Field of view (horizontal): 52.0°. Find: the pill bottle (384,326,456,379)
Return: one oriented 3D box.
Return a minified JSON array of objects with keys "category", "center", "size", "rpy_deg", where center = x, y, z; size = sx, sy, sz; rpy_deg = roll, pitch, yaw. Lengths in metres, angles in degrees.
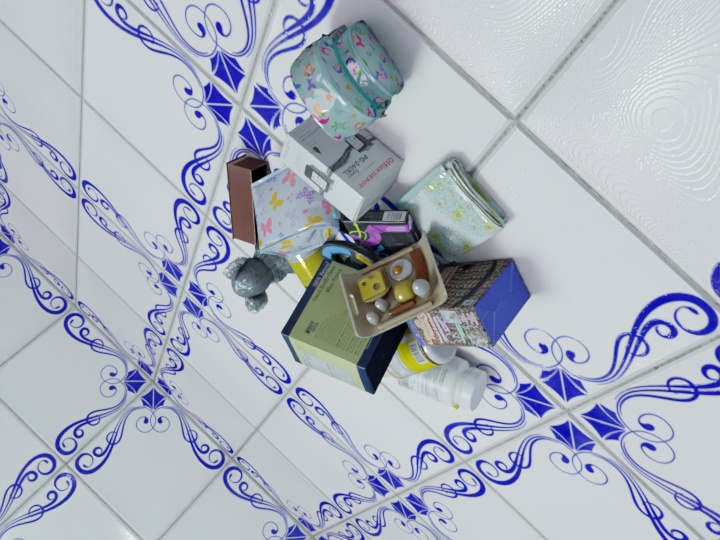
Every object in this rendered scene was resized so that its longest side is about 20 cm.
[{"category":"pill bottle","center":[0.112,0.177,1.646],"size":[0.199,0.109,0.110],"rpy_deg":[-27,106,44]}]

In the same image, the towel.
[{"category":"towel","center":[0.172,-0.112,1.434],"size":[0.171,0.048,0.200],"rpy_deg":[49,147,-4]}]

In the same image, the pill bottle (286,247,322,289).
[{"category":"pill bottle","center":[-0.131,-0.057,1.765],"size":[0.111,0.111,0.201],"rpy_deg":[-6,122,50]}]

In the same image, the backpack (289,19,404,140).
[{"category":"backpack","center":[-0.025,-0.327,1.280],"size":[0.150,0.200,0.178],"rpy_deg":[-27,105,35]}]

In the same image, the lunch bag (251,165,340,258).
[{"category":"lunch bag","center":[-0.126,-0.135,1.601],"size":[0.199,0.126,0.172],"rpy_deg":[-23,70,35]}]

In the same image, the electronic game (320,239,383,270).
[{"category":"electronic game","center":[0.000,0.000,1.599],"size":[0.198,0.042,0.200],"rpy_deg":[27,159,11]}]

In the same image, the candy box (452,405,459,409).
[{"category":"candy box","center":[0.171,0.266,1.861],"size":[0.199,0.026,0.103],"rpy_deg":[30,146,23]}]

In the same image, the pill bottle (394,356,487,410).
[{"category":"pill bottle","center":[0.190,0.249,1.739],"size":[0.198,0.114,0.114],"rpy_deg":[19,139,27]}]

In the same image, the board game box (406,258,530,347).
[{"category":"board game box","center":[0.209,0.065,1.483],"size":[0.199,0.159,0.097],"rpy_deg":[-6,122,49]}]

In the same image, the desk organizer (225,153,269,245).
[{"category":"desk organizer","center":[-0.266,-0.169,1.784],"size":[0.076,0.072,0.202],"rpy_deg":[18,123,29]}]

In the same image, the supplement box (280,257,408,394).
[{"category":"supplement box","center":[-0.025,0.116,1.551],"size":[0.198,0.201,0.135],"rpy_deg":[19,153,21]}]

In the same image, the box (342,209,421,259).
[{"category":"box","center":[0.062,-0.055,1.539],"size":[0.141,0.036,0.200],"rpy_deg":[2,149,26]}]

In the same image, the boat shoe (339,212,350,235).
[{"category":"boat shoe","center":[0.019,-0.083,1.614],"size":[0.199,0.065,0.072],"rpy_deg":[23,141,29]}]

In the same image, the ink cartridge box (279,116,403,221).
[{"category":"ink cartridge box","center":[-0.036,-0.216,1.457],"size":[0.200,0.145,0.084],"rpy_deg":[40,144,8]}]

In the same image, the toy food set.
[{"category":"toy food set","center":[0.061,0.027,1.441],"size":[0.060,0.198,0.145],"rpy_deg":[39,-151,-59]}]

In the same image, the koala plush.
[{"category":"koala plush","center":[-0.253,-0.008,1.868],"size":[0.183,0.200,0.179],"rpy_deg":[4,129,45]}]
